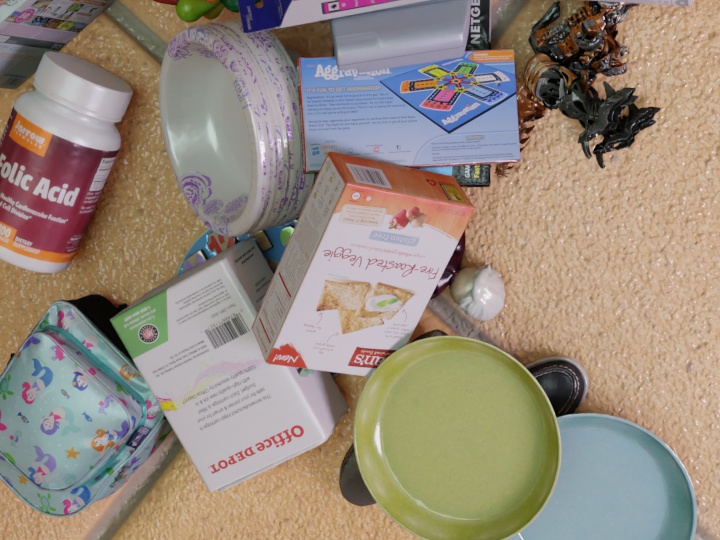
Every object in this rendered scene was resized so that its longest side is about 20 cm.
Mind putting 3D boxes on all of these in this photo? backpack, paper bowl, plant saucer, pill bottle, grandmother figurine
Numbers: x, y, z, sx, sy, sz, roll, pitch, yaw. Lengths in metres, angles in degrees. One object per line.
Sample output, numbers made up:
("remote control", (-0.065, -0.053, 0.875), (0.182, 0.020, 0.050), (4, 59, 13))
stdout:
("backpack", (-0.294, 0.148, 1.572), (0.177, 0.150, 0.200), (43, 111, 7))
("paper bowl", (-0.104, -0.139, 1.470), (0.200, 0.104, 0.202), (31, 128, 50))
("plant saucer", (0.091, 0.156, 1.433), (0.199, 0.031, 0.201), (3, 100, 19))
("pill bottle", (-0.310, -0.109, 1.559), (0.114, 0.114, 0.201), (28, 104, 12))
("plant saucer", (0.215, 0.223, 1.458), (0.199, 0.036, 0.201), (2, 105, 7))
("grandmother figurine", (0.054, -0.020, 1.489), (0.199, 0.061, 0.122), (33, 97, 9))

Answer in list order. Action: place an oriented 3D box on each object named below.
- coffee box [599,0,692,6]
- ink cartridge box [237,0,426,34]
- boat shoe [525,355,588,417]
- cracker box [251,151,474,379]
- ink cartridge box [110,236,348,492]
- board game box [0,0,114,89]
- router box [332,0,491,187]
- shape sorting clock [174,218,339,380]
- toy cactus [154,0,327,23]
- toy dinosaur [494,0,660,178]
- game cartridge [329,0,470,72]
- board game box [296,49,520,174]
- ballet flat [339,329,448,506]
("coffee box", (0.188, -0.356, 1.312), (0.198, 0.198, 0.201), (6, 81, 16))
("ink cartridge box", (-0.014, -0.269, 1.366), (0.199, 0.037, 0.095), (-12, 55, -1))
("boat shoe", (0.131, 0.154, 1.480), (0.200, 0.060, 0.074), (-34, 87, 18))
("cracker box", (0.000, 0.000, 1.401), (0.201, 0.133, 0.058), (-65, 33, 28))
("ink cartridge box", (-0.125, 0.093, 1.507), (0.144, 0.084, 0.201), (-27, 97, 23))
("board game box", (-0.328, -0.266, 1.532), (0.200, 0.147, 0.064), (-36, 83, 17))
("router box", (0.049, -0.178, 1.451), (0.148, 0.051, 0.202), (0, 90, 5))
("shape sorting clock", (-0.098, 0.040, 1.550), (0.199, 0.039, 0.201), (2, 96, 17))
("toy cactus", (-0.093, -0.299, 1.490), (0.165, 0.102, 0.200), (39, 80, -14))
("toy dinosaur", (0.197, -0.170, 1.425), (0.136, 0.102, 0.201), (44, 125, 24))
("game cartridge", (0.030, -0.269, 1.402), (0.132, 0.042, 0.201), (-12, 56, 2))
("board game box", (0.044, -0.144, 1.394), (0.199, 0.019, 0.104), (-3, 91, -11))
("ballet flat", (0.036, 0.143, 1.521), (0.067, 0.046, 0.201), (20, 109, -17))
